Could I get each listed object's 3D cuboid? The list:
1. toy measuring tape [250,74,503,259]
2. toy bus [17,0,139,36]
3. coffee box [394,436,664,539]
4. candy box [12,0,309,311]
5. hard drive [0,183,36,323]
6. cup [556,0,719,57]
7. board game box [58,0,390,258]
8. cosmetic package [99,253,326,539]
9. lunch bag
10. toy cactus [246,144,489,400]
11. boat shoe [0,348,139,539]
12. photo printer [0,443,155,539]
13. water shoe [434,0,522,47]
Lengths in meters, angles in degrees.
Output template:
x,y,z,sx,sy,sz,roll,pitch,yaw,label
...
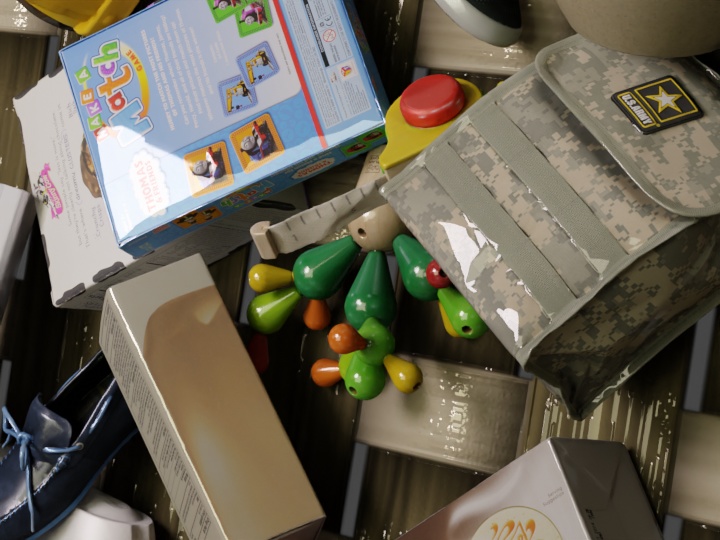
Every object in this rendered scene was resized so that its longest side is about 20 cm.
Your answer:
x,y,z,sx,sy,sz,roll,pitch,yaw,label
0.017,-0.071,1.503,0.199,0.074,0.074,-26,62,-5,toy measuring tape
-0.262,-0.276,1.740,0.200,0.191,0.136,49,118,36,toy bus
0.086,0.197,1.443,0.200,0.079,0.115,-36,62,33,coffee box
-0.145,-0.084,1.690,0.199,0.071,0.169,-27,68,36,candy box
-0.281,0.037,1.758,0.027,0.132,0.201,18,88,-3,hard drive
0.171,-0.207,1.359,0.200,0.200,0.144,31,131,40,cup
-0.089,-0.118,1.583,0.199,0.037,0.152,-23,70,13,board game box
-0.100,0.103,1.583,0.201,0.071,0.105,64,162,16,cosmetic package
0.142,-0.043,1.391,0.200,0.118,0.164,-41,55,4,lunch bag
0.000,0.000,1.547,0.199,0.102,0.166,-6,71,50,toy cactus
-0.212,0.107,1.679,0.200,0.069,0.084,-50,46,-10,boat shoe
-0.231,0.229,1.733,0.199,0.069,0.167,20,98,42,photo printer
0.068,-0.238,1.516,0.079,0.071,0.201,-35,64,32,water shoe
